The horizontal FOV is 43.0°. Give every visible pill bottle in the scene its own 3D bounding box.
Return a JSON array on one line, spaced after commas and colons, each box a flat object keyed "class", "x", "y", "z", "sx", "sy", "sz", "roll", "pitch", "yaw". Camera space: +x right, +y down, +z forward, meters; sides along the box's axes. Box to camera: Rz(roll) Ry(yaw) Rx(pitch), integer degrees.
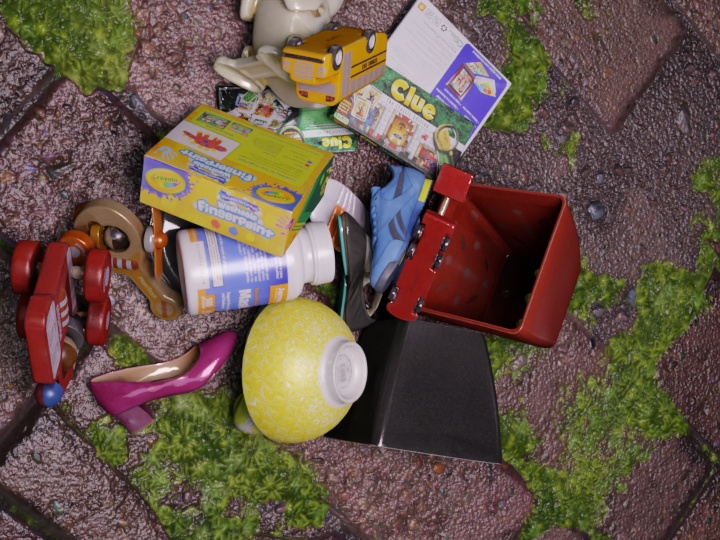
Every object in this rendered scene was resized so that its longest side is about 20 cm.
[{"class": "pill bottle", "x": -0.138, "y": -0.010, "z": 1.203, "sx": 0.197, "sy": 0.112, "sz": 0.114, "roll": -8, "pitch": 96, "yaw": -15}]

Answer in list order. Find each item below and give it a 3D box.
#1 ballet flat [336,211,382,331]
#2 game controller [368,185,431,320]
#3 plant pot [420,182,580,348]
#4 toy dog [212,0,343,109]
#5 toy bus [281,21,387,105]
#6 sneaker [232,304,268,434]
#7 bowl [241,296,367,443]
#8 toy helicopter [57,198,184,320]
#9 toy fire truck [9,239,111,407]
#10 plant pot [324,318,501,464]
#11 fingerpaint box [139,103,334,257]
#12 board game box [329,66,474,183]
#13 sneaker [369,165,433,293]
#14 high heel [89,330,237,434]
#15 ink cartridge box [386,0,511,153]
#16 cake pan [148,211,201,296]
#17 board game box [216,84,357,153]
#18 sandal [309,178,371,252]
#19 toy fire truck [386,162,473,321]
[{"class": "ballet flat", "x": 0.000, "y": 0.000, "z": 1.277, "sx": 0.067, "sy": 0.069, "sz": 0.202, "roll": -4, "pitch": 131, "yaw": -6}, {"class": "game controller", "x": 0.061, "y": -0.028, "z": 1.330, "sx": 0.103, "sy": 0.042, "sz": 0.203, "roll": -20, "pitch": 111, "yaw": -39}, {"class": "plant pot", "x": 0.213, "y": 0.010, "z": 1.328, "sx": 0.176, "sy": 0.198, "sz": 0.203, "roll": 36, "pitch": 72, "yaw": -48}, {"class": "toy dog", "x": -0.078, "y": -0.337, "z": 1.233, "sx": 0.192, "sy": 0.139, "sz": 0.203, "roll": 24, "pitch": 75, "yaw": -33}, {"class": "toy bus", "x": -0.030, "y": -0.264, "z": 1.160, "sx": 0.064, "sy": 0.200, "sz": 0.079, "roll": 15, "pitch": 119, "yaw": 18}, {"class": "sneaker", "x": -0.113, "y": 0.136, "z": 1.299, "sx": 0.104, "sy": 0.075, "sz": 0.203, "roll": 21, "pitch": 85, "yaw": -39}, {"class": "bowl", "x": -0.056, "y": 0.135, "z": 1.226, "sx": 0.199, "sy": 0.106, "sz": 0.204, "roll": 1, "pitch": 89, "yaw": -56}, {"class": "toy helicopter", "x": -0.289, "y": -0.014, "z": 1.198, "sx": 0.131, "sy": 0.079, "sz": 0.201, "roll": -19, "pitch": 124, "yaw": 22}, {"class": "toy fire truck", "x": -0.372, "y": 0.069, "z": 1.112, "sx": 0.110, "sy": 0.170, "sz": 0.202, "roll": 7, "pitch": 134, "yaw": -7}, {"class": "plant pot", "x": 0.083, "y": 0.169, "z": 1.307, "sx": 0.197, "sy": 0.199, "sz": 0.181, "roll": 13, "pitch": 79, "yaw": -20}, {"class": "fingerpaint box", "x": -0.155, "y": -0.118, "z": 1.172, "sx": 0.197, "sy": 0.167, "sz": 0.074, "roll": 21, "pitch": 126, "yaw": 6}, {"class": "board game box", "x": 0.062, "y": -0.214, "z": 1.307, "sx": 0.198, "sy": 0.023, "sz": 0.106, "roll": 28, "pitch": 79, "yaw": -19}, {"class": "sneaker", "x": 0.035, "y": -0.060, "z": 1.230, "sx": 0.077, "sy": 0.066, "sz": 0.202, "roll": 23, "pitch": 57, "yaw": -2}, {"class": "high heel", "x": -0.262, "y": 0.128, "z": 1.231, "sx": 0.199, "sy": 0.067, "sz": 0.097, "roll": -41, "pitch": 116, "yaw": -10}, {"class": "ink cartridge box", "x": 0.098, "y": -0.266, "z": 1.360, "sx": 0.198, "sy": 0.043, "sz": 0.201, "roll": 40, "pitch": 78, "yaw": -18}, {"class": "cake pan", "x": -0.192, "y": -0.047, "z": 1.267, "sx": 0.197, "sy": 0.037, "sz": 0.204, "roll": -1, "pitch": 93, "yaw": -21}, {"class": "board game box", "x": -0.103, "y": -0.214, "z": 1.299, "sx": 0.197, "sy": 0.023, "sz": 0.107, "roll": -6, "pitch": 93, "yaw": -19}, {"class": "sandal", "x": -0.017, "y": -0.056, "z": 1.325, "sx": 0.206, "sy": 0.059, "sz": 0.080, "roll": 40, "pitch": 77, "yaw": -40}, {"class": "toy fire truck", "x": 0.095, "y": -0.040, "z": 1.259, "sx": 0.048, "sy": 0.141, "sz": 0.203, "roll": 22, "pitch": 106, "yaw": 3}]
